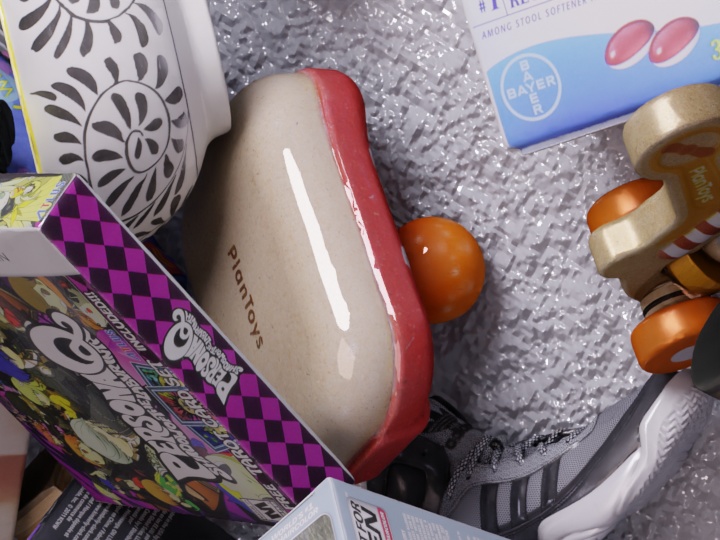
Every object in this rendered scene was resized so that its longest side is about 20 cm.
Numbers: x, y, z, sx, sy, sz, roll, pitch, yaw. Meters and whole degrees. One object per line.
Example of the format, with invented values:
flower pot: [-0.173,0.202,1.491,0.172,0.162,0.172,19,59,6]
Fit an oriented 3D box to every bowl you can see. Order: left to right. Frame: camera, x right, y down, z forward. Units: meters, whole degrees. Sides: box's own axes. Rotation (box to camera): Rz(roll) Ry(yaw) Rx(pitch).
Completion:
bowl: [-0.114,-0.097,1.190,0.094,0.201,0.202,-14,93,-6]

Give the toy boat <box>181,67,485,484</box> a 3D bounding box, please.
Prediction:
toy boat: [0.000,0.000,1.223,0.131,0.130,0.201,-48,53,49]

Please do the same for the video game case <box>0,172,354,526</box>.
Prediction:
video game case: [-0.121,0.036,1.146,0.181,0.036,0.200,2,140,50]

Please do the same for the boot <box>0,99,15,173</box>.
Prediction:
boot: [-0.272,-0.024,1.254,0.161,0.074,0.199,11,61,15]

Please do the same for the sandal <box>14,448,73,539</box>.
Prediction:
sandal: [-0.101,0.093,1.339,0.070,0.078,0.211,39,127,-17]

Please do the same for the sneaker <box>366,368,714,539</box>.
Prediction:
sneaker: [0.072,0.092,1.224,0.114,0.075,0.200,47,120,10]

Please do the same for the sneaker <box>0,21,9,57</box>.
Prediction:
sneaker: [-0.182,-0.194,1.313,0.200,0.086,0.080,54,150,-14]

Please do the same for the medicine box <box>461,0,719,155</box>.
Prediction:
medicine box: [0.131,-0.175,1.128,0.181,0.103,0.201,-17,91,30]

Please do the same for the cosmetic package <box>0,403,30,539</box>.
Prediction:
cosmetic package: [-0.232,0.103,1.338,0.104,0.087,0.201,55,143,37]

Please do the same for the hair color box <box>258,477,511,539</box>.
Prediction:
hair color box: [0.034,0.166,1.150,0.099,0.199,0.061,-42,44,30]

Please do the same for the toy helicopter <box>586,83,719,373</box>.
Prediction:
toy helicopter: [0.157,-0.034,1.094,0.131,0.200,0.079,-21,68,8]

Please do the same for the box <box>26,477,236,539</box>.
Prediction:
box: [-0.095,0.205,1.285,0.200,0.106,0.122,38,123,-2]

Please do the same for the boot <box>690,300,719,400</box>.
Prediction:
boot: [0.255,0.031,1.082,0.173,0.070,0.200,29,134,-18]

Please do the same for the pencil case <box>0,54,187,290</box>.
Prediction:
pencil case: [-0.174,-0.036,1.331,0.200,0.087,0.078,49,130,13]
